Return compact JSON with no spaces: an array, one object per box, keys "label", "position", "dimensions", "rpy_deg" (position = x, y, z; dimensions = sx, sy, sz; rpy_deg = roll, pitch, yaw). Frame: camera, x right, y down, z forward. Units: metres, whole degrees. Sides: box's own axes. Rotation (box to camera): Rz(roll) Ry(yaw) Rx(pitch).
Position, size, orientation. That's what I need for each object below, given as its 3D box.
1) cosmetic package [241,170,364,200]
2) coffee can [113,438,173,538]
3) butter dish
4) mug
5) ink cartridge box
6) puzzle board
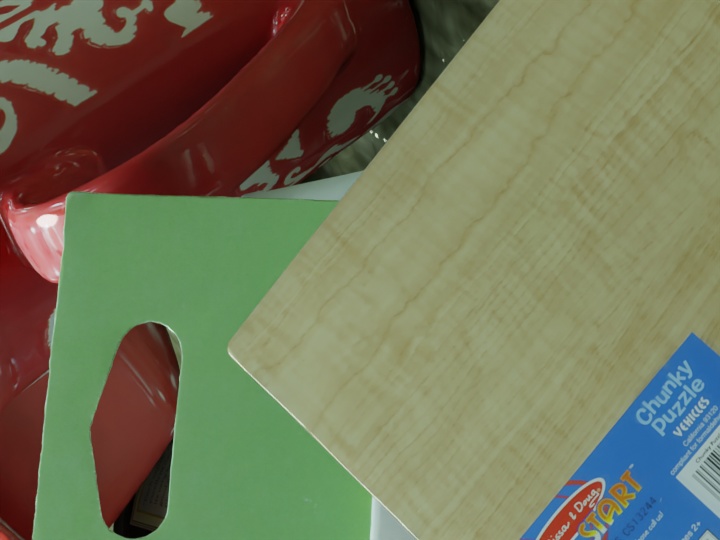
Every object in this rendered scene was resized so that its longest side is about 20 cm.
[{"label":"cosmetic package","position":[0.059,0.055,0.788],"dimensions":[0.150,0.052,0.201],"rpy_deg":[-11,121,18]},{"label":"coffee can","position":[0.004,0.113,0.978],"dimensions":[0.147,0.146,0.200],"rpy_deg":[62,158,-14]},{"label":"butter dish","position":[-0.140,0.008,1.001],"dimensions":[0.200,0.148,0.200],"rpy_deg":[47,-175,-34]},{"label":"mug","position":[-0.074,-0.044,0.852],"dimensions":[0.177,0.199,0.134],"rpy_deg":[37,151,38]},{"label":"ink cartridge box","position":[0.008,0.041,0.672],"dimensions":[0.048,0.198,0.147],"rpy_deg":[81,-168,-71]},{"label":"puzzle board","position":[0.075,-0.011,0.619],"dimensions":[0.151,0.200,0.017],"rpy_deg":[42,-174,31]}]
